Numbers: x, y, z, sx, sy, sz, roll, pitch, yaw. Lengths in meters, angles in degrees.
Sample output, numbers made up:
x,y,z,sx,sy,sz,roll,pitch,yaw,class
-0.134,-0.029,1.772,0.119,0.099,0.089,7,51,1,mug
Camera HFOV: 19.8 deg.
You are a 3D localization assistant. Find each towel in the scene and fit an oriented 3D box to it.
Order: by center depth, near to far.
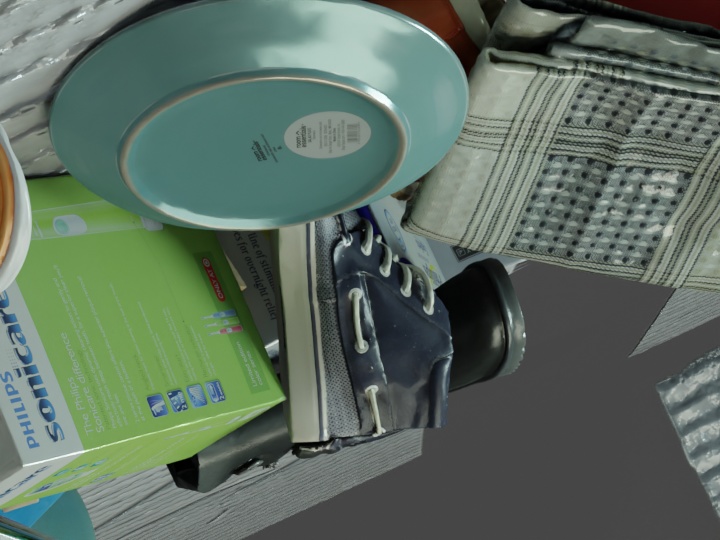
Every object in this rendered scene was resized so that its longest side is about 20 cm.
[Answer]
x,y,z,sx,sy,sz,roll,pitch,yaw,class
0.134,-0.055,1.036,0.192,0.035,0.200,12,145,-9,towel

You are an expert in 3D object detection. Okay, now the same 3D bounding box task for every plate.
x,y,z,sx,sy,sz,roll,pitch,yaw,class
-0.046,-0.062,0.969,0.199,0.026,0.200,-5,151,-3,plate

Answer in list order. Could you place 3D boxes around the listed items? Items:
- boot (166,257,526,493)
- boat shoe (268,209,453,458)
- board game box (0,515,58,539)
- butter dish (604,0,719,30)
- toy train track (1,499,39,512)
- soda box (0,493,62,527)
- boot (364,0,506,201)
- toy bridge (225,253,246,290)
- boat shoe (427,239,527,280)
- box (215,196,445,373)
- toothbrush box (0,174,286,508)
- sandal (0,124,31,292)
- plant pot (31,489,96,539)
x,y,z,sx,sy,sz,roll,pitch,yaw,class
-0.016,0.064,1.205,0.199,0.066,0.165,-16,164,-18,boot
0.000,0.000,1.118,0.092,0.201,0.075,-5,-162,-7,boat shoe
-0.235,0.145,1.133,0.199,0.041,0.199,15,170,41,board game box
0.212,-0.141,1.049,0.199,0.148,0.200,-31,167,24,butter dish
-0.211,0.091,1.161,0.114,0.033,0.200,-17,158,-6,toy train track
-0.239,0.138,1.396,0.068,0.064,0.200,-31,-171,35,soda box
0.037,-0.098,1.072,0.107,0.075,0.200,-31,167,6,boot
-0.091,-0.013,1.176,0.200,0.067,0.027,-36,168,11,toy bridge
0.066,-0.028,1.483,0.199,0.070,0.066,-22,-164,19,boat shoe
-0.062,0.015,1.281,0.199,0.105,0.184,-26,168,9,box
-0.153,0.033,1.063,0.086,0.146,0.200,-32,168,34,toothbrush box
-0.226,0.001,0.927,0.206,0.079,0.059,-31,170,36,sandal
-0.312,0.216,1.465,0.200,0.201,0.161,-30,157,22,plant pot
